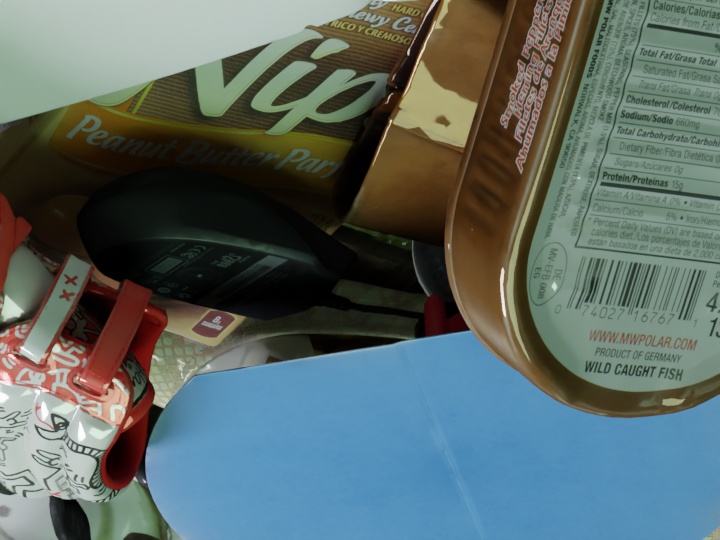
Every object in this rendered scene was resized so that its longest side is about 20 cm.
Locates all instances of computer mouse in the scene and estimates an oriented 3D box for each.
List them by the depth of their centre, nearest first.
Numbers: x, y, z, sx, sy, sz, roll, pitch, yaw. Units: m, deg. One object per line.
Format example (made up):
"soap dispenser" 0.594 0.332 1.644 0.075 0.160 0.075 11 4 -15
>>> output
"computer mouse" 0.000 0.000 0.870 0.200 0.034 0.059 16 153 -30

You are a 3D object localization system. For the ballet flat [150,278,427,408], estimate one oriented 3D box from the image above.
"ballet flat" -0.003 0.038 0.992 0.199 0.062 0.068 0 134 -15

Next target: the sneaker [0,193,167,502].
"sneaker" -0.115 -0.009 0.785 0.108 0.067 0.202 7 135 14

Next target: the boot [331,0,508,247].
"boot" 0.113 -0.055 0.823 0.200 0.069 0.188 22 135 -14

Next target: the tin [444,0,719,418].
"tin" 0.093 -0.053 0.745 0.112 0.042 0.200 5 110 -31

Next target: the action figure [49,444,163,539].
"action figure" -0.116 0.063 0.912 0.200 0.102 0.119 22 112 -20

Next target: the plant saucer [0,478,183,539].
"plant saucer" -0.159 0.104 1.047 0.200 0.050 0.200 -7 142 -6

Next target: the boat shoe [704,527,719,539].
"boat shoe" 0.149 0.047 1.024 0.065 0.072 0.200 16 145 2

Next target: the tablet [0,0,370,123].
"tablet" -0.076 -0.130 0.721 0.130 0.014 0.200 -17 134 1

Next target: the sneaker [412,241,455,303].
"sneaker" 0.119 -0.041 0.929 0.200 0.074 0.088 -29 156 21

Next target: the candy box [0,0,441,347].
"candy box" -0.039 -0.065 0.857 0.115 0.055 0.200 20 133 -33

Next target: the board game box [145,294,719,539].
"board game box" 0.031 0.050 0.874 0.199 0.039 0.158 -9 145 11
